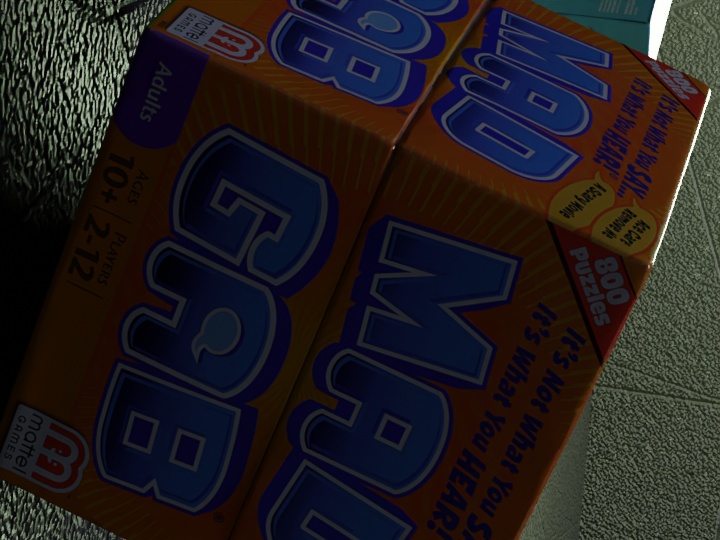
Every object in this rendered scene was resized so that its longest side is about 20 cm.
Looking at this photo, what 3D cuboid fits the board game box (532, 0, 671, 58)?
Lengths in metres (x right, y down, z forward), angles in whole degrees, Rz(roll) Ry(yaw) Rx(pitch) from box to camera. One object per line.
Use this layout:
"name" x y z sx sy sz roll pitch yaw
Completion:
"board game box" 0.073 -0.162 1.372 0.151 0.199 0.047 -66 159 -55

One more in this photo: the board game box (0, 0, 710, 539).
"board game box" 0.000 0.000 0.976 0.200 0.199 0.200 -59 174 -63
